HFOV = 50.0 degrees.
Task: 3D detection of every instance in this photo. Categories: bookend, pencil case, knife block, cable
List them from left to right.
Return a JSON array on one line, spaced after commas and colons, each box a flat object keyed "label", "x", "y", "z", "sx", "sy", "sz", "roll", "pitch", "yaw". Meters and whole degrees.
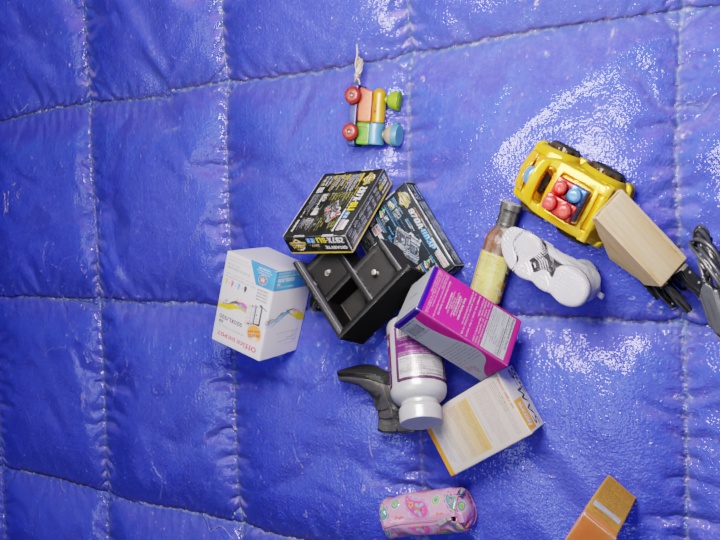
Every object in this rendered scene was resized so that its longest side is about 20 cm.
[{"label": "bookend", "x": 0.000, "y": 0.000, "z": 1.514, "sx": 0.200, "sy": 0.092, "sz": 0.200, "roll": -44, "pitch": 60, "yaw": 17}, {"label": "pencil case", "x": 0.133, "y": 0.485, "z": 1.540, "sx": 0.197, "sy": 0.087, "sz": 0.090, "roll": -17, "pitch": 85, "yaw": 33}, {"label": "knife block", "x": 0.471, "y": -0.019, "z": 1.231, "sx": 0.064, "sy": 0.200, "sz": 0.175, "roll": -45, "pitch": 49, "yaw": -2}, {"label": "cable", "x": 0.562, "y": 0.025, "z": 1.191, "sx": 0.050, "sy": 0.161, "sz": 0.205, "roll": -24, "pitch": 74, "yaw": 36}]

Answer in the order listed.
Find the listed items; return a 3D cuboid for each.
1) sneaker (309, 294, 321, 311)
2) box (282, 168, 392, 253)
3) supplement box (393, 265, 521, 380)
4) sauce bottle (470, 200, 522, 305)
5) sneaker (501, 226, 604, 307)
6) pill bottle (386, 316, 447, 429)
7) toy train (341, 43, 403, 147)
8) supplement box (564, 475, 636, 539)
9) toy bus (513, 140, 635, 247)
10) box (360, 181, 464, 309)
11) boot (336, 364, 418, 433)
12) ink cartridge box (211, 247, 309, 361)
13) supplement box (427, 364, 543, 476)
[{"label": "sneaker", "x": -0.028, "y": 0.069, "z": 1.605, "sx": 0.196, "sy": 0.071, "sz": 0.084, "roll": 0, "pitch": 58, "yaw": 30}, {"label": "box", "x": -0.045, "y": -0.119, "z": 1.545, "sx": 0.157, "sy": 0.202, "sz": 0.050, "roll": 1, "pitch": 136, "yaw": 33}, {"label": "supplement box", "x": 0.178, "y": 0.098, "z": 1.404, "sx": 0.198, "sy": 0.105, "sz": 0.101, "roll": 33, "pitch": 149, "yaw": -8}, {"label": "sauce bottle", "x": 0.254, "y": -0.027, "z": 1.435, "sx": 0.065, "sy": 0.066, "sz": 0.204, "roll": 23, "pitch": 107, "yaw": 28}, {"label": "sneaker", "x": 0.341, "y": -0.005, "z": 1.361, "sx": 0.200, "sy": 0.114, "sz": 0.076, "roll": 43, "pitch": 114, "yaw": 36}, {"label": "pill bottle", "x": 0.109, "y": 0.194, "z": 1.478, "sx": 0.111, "sy": 0.112, "sz": 0.204, "roll": -20, "pitch": 58, "yaw": 31}, {"label": "toy train", "x": 0.033, "y": -0.349, "z": 1.546, "sx": 0.113, "sy": 0.084, "sz": 0.205, "roll": 7, "pitch": 98, "yaw": 21}, {"label": "supplement box", "x": 0.407, "y": 0.416, "z": 1.295, "sx": 0.068, "sy": 0.199, "sz": 0.068, "roll": 34, "pitch": 110, "yaw": 21}, {"label": "toy bus", "x": 0.337, "y": -0.132, "z": 1.304, "sx": 0.199, "sy": 0.190, "sz": 0.138, "roll": 36, "pitch": 112, "yaw": 26}, {"label": "box", "x": 0.092, "y": -0.049, "z": 1.546, "sx": 0.158, "sy": 0.046, "sz": 0.202, "roll": -39, "pitch": 73, "yaw": 28}, {"label": "boot", "x": 0.036, "y": 0.270, "z": 1.598, "sx": 0.196, "sy": 0.069, "sz": 0.135, "roll": 3, "pitch": 100, "yaw": 36}, {"label": "ink cartridge box", "x": -0.214, "y": 0.070, "z": 1.690, "sx": 0.145, "sy": 0.144, "sz": 0.205, "roll": 20, "pitch": 105, "yaw": 28}, {"label": "supplement box", "x": 0.230, "y": 0.286, "z": 1.469, "sx": 0.199, "sy": 0.073, "sz": 0.128, "roll": -36, "pitch": 75, "yaw": 30}]
